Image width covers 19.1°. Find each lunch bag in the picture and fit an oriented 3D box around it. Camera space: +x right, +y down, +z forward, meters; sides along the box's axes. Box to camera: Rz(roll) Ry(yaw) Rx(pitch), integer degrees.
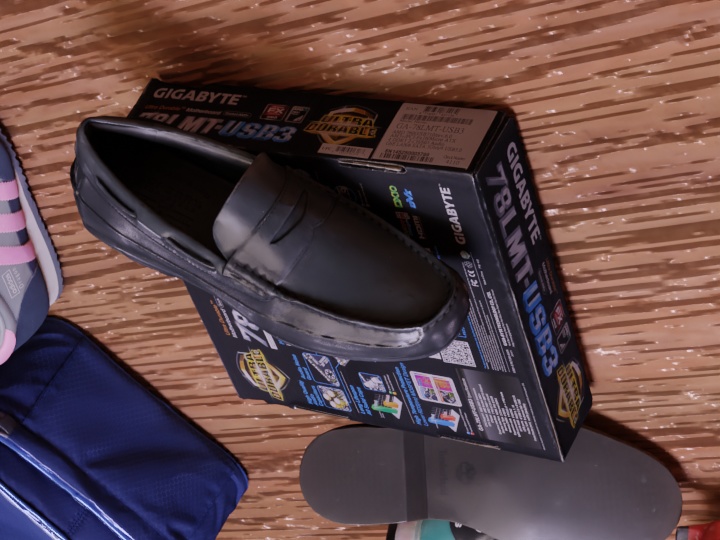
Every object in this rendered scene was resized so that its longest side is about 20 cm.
[{"bbox_3d":[-0.187,0.134,1.292,0.200,0.132,0.136,40,144,-16],"label":"lunch bag"}]

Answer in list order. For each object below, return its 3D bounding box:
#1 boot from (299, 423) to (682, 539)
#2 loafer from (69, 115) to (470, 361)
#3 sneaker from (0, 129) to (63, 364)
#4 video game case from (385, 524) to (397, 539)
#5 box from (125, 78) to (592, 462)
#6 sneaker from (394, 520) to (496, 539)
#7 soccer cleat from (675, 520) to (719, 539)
[{"bbox_3d":[0.073,0.107,1.141,0.199,0.074,0.075,6,-176,13],"label":"boot"},{"bbox_3d":[-0.045,-0.016,0.969,0.200,0.068,0.070,22,152,19],"label":"loafer"},{"bbox_3d":[-0.223,-0.024,1.160,0.070,0.082,0.200,8,140,29],"label":"sneaker"},{"bbox_3d":[0.075,0.255,1.248,0.019,0.143,0.200,-29,117,28],"label":"video game case"},{"bbox_3d":[0.000,0.000,1.056,0.198,0.050,0.200,9,139,31],"label":"box"},{"bbox_3d":[0.105,0.204,1.219,0.080,0.071,0.200,-12,127,48],"label":"sneaker"},{"bbox_3d":[0.204,0.197,1.146,0.085,0.069,0.200,6,144,8],"label":"soccer cleat"}]
